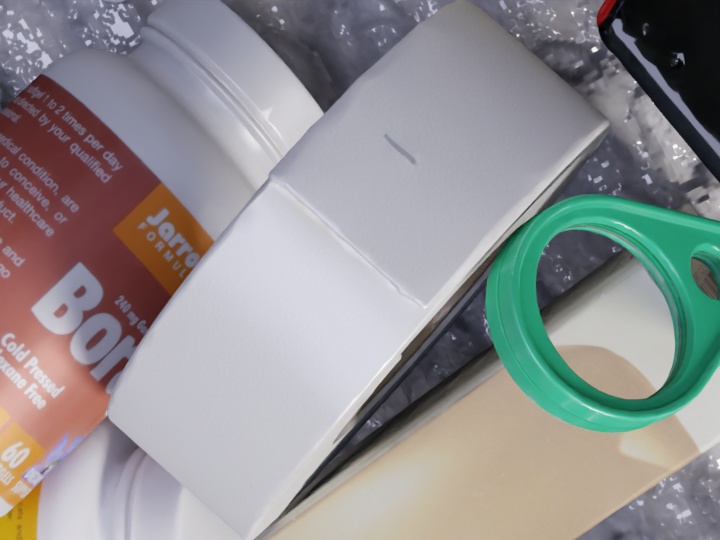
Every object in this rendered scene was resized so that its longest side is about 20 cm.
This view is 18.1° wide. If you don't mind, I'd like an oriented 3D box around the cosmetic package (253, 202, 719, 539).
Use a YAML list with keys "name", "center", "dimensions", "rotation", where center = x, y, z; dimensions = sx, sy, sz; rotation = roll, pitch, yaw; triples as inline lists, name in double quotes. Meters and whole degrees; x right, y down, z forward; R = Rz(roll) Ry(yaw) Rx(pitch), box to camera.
- name: "cosmetic package"
  center: [0.060, 0.067, 0.861]
  dimensions: [0.200, 0.105, 0.071]
  rotation: [-38, 90, 24]

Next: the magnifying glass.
- name: "magnifying glass"
  center: [0.124, 0.001, 0.782]
  dimensions: [0.022, 0.200, 0.080]
  rotation: [-38, 74, 53]

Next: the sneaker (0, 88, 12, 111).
- name: "sneaker"
  center: [-0.202, -0.057, 0.945]
  dimensions: [0.200, 0.075, 0.087]
  rotation: [48, 145, -5]

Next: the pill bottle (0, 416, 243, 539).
- name: "pill bottle"
  center: [-0.150, 0.113, 0.938]
  dimensions: [0.199, 0.109, 0.110]
  rotation: [-4, 102, 19]

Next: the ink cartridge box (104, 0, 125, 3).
- name: "ink cartridge box"
  center: [-0.143, -0.206, 0.878]
  dimensions: [0.116, 0.067, 0.201]
  rotation: [9, 106, 16]

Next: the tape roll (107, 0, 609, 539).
- name: "tape roll"
  center: [0.000, 0.000, 0.810]
  dimensions: [0.071, 0.202, 0.203]
  rotation: [42, 112, 5]

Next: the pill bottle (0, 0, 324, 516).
- name: "pill bottle"
  center: [-0.108, -0.011, 0.859]
  dimensions: [0.112, 0.112, 0.200]
  rotation: [45, 83, 3]

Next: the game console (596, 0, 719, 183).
- name: "game console"
  center: [0.207, -0.068, 0.784]
  dimensions: [0.177, 0.031, 0.200]
  rotation: [-40, 88, 0]
